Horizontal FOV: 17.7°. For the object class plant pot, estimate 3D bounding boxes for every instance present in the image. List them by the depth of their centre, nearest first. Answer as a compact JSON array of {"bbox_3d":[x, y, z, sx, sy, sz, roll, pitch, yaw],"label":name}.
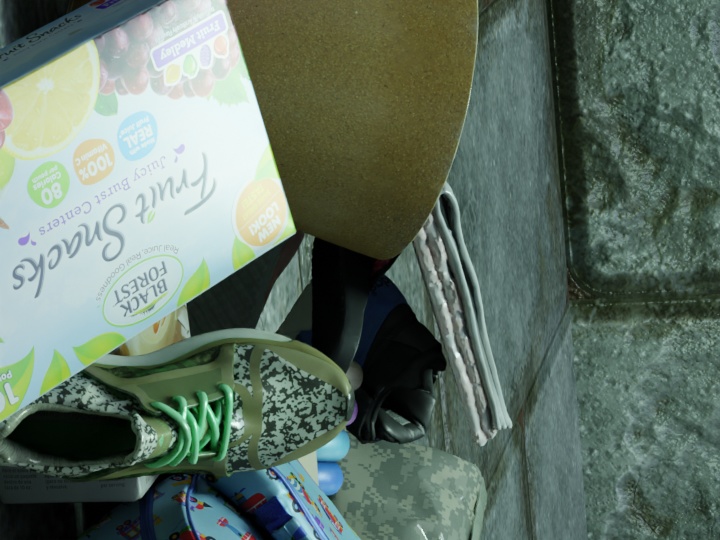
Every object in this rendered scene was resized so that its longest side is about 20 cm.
[{"bbox_3d":[-0.061,-0.117,1.282,0.186,0.199,0.187,-168,-90,-73],"label":"plant pot"}]

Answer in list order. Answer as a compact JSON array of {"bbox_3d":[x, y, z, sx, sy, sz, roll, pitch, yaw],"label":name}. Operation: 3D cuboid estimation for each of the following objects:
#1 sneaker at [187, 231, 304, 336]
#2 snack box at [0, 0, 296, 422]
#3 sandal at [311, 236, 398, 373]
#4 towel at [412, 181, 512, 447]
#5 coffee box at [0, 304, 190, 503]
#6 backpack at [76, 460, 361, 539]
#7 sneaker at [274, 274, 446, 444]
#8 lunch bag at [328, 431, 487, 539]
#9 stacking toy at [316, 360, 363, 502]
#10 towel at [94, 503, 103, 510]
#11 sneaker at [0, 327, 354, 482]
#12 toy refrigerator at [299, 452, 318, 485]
[{"bbox_3d":[-0.061,-0.051,1.474,0.105,0.075,0.201,-79,-166,-63],"label":"sneaker"},{"bbox_3d":[-0.132,-0.038,1.072,0.200,0.053,0.143,-34,121,-34],"label":"snack box"},{"bbox_3d":[0.000,0.000,1.407,0.075,0.045,0.200,119,-18,-44],"label":"sandal"},{"bbox_3d":[0.046,-0.022,1.428,0.191,0.032,0.200,-106,179,-54],"label":"towel"},{"bbox_3d":[-0.145,0.006,1.189,0.114,0.079,0.201,-57,142,-68],"label":"coffee box"},{"bbox_3d":[-0.065,0.181,1.191,0.183,0.134,0.200,53,4,0],"label":"backpack"},{"bbox_3d":[-0.015,0.087,1.516,0.077,0.111,0.200,-26,159,-47],"label":"sneaker"},{"bbox_3d":[-0.001,0.215,1.589,0.140,0.167,0.200,74,19,-44],"label":"lunch bag"},{"bbox_3d":[-0.045,0.152,1.416,0.085,0.085,0.201,18,74,-76],"label":"stacking toy"},{"bbox_3d":[-0.114,0.164,1.368,0.148,0.049,0.201,-5,92,-78],"label":"towel"},{"bbox_3d":[-0.097,0.077,1.103,0.089,0.199,0.077,-127,-143,-68],"label":"sneaker"},{"bbox_3d":[-0.065,0.164,1.334,0.070,0.076,0.201,-16,102,-70],"label":"toy refrigerator"}]
